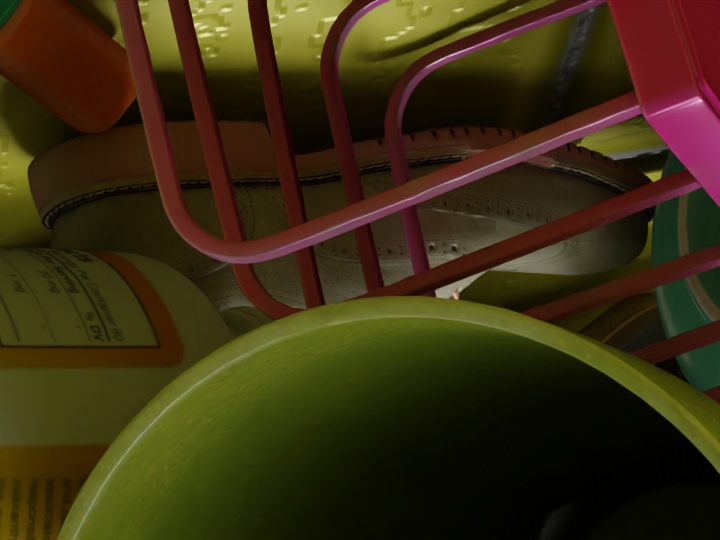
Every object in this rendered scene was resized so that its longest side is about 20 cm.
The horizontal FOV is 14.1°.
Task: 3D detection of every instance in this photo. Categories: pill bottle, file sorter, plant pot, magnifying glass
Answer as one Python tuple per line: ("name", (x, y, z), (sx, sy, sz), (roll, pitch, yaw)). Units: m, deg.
("pill bottle", (-0.095, 0.049, 0.720), (0.200, 0.111, 0.111), (2, 151, -35))
("file sorter", (0.035, -0.045, 0.710), (0.125, 0.139, 0.200), (-21, 155, 16))
("plant pot", (0.051, 0.099, 0.693), (0.187, 0.187, 0.200), (-26, 169, 22))
("magnifying glass", (-0.097, -0.071, 0.689), (0.080, 0.022, 0.200), (-53, 157, -1))

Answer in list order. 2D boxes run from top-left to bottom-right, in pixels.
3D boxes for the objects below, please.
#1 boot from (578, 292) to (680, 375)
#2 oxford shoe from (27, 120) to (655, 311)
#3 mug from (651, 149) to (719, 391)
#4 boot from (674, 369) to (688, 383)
("boot", (0.036, 0.065, 1.043), (0.200, 0.075, 0.074), (-43, 143, 18))
("oxford shoe", (0.000, 0.000, 0.853), (0.200, 0.074, 0.071), (-1, 163, -25))
("mug", (0.168, -0.002, 0.829), (0.114, 0.185, 0.152), (16, 107, -44))
("boot", (0.072, 0.114, 1.007), (0.200, 0.070, 0.132), (-22, 150, -21))
